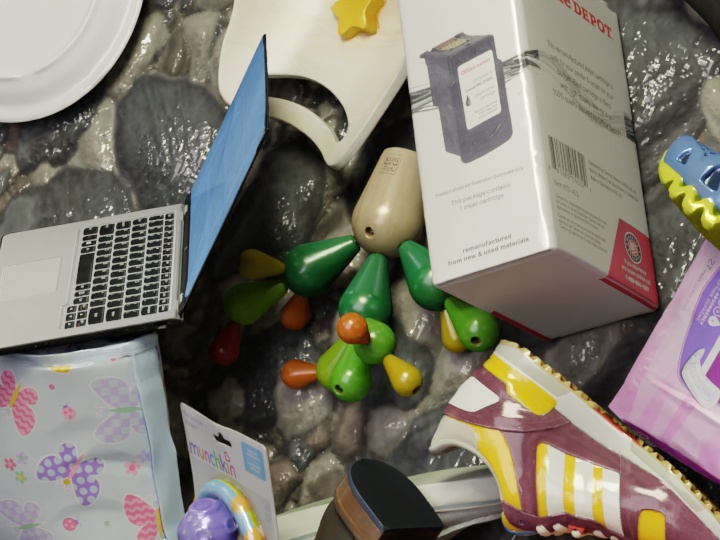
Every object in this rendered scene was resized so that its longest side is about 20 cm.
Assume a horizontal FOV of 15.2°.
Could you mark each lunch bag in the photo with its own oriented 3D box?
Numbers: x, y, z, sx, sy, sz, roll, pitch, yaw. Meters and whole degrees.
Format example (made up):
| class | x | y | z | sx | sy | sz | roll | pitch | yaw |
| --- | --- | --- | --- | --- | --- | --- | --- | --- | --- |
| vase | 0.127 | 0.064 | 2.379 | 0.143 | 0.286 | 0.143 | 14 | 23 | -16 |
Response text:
| class | x | y | z | sx | sy | sz | roll | pitch | yaw |
| --- | --- | --- | --- | --- | --- | --- | --- | --- | --- |
| lunch bag | -0.191 | 0.102 | 1.715 | 0.199 | 0.127 | 0.170 | 8 | 117 | 39 |

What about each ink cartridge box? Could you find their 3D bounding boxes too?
| class | x | y | z | sx | sy | sz | roll | pitch | yaw |
| --- | --- | --- | --- | --- | --- | --- | --- | --- | --- |
| ink cartridge box | 0.100 | -0.077 | 1.605 | 0.084 | 0.145 | 0.201 | -17 | 67 | 27 |

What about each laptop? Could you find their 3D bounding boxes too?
| class | x | y | z | sx | sy | sz | roll | pitch | yaw |
| --- | --- | --- | --- | --- | --- | --- | --- | --- | --- |
| laptop | -0.145 | -0.049 | 1.679 | 0.199 | 0.187 | 0.116 | -10 | 112 | 2 |

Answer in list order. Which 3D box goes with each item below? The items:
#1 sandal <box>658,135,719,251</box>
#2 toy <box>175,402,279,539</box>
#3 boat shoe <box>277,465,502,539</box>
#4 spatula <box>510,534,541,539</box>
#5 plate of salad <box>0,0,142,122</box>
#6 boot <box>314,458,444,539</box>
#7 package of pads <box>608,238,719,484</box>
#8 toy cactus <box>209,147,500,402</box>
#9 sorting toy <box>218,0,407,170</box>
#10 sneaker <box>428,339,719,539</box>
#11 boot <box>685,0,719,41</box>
| class | x | y | z | sx | sy | sz | roll | pitch | yaw |
| --- | --- | --- | --- | --- | --- | --- | --- | --- | --- |
| sandal | 0.251 | -0.023 | 1.452 | 0.200 | 0.079 | 0.087 | 32 | 90 | 24 |
| toy | -0.086 | 0.192 | 1.625 | 0.115 | 0.047 | 0.201 | 20 | 123 | 58 |
| boat shoe | 0.014 | 0.168 | 1.642 | 0.200 | 0.070 | 0.072 | -17 | 89 | 24 |
| spatula | 0.091 | 0.171 | 1.604 | 0.200 | 0.056 | 0.021 | -57 | 18 | -2 |
| plate of salad | -0.234 | -0.202 | 1.913 | 0.199 | 0.048 | 0.201 | -4 | 81 | 25 |
| boot | 0.025 | 0.213 | 1.549 | 0.097 | 0.074 | 0.200 | -54 | 45 | 29 |
| package of pads | 0.243 | 0.028 | 1.527 | 0.120 | 0.076 | 0.201 | 32 | 94 | 36 |
| toy cactus | 0.000 | 0.000 | 1.688 | 0.199 | 0.102 | 0.166 | -1 | 65 | 41 |
| sorting toy | -0.014 | -0.166 | 1.740 | 0.200 | 0.107 | 0.181 | 33 | 101 | 35 |
| sneaker | 0.132 | 0.131 | 1.550 | 0.200 | 0.075 | 0.090 | 40 | 92 | 21 |
| boot | 0.255 | -0.219 | 1.594 | 0.200 | 0.073 | 0.151 | -44 | 57 | 18 |
